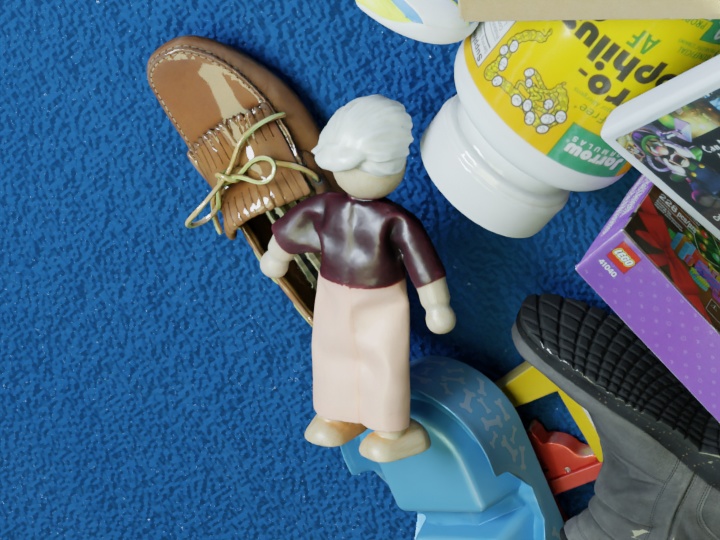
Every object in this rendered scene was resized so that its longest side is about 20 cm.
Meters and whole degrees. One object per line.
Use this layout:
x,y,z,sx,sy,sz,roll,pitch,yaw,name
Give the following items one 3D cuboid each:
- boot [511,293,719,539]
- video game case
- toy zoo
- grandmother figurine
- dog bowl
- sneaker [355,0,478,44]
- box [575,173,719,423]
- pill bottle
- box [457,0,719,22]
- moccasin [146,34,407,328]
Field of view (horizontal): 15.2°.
0.145,0.113,1.519,0.200,0.070,0.132,37,126,2,boot
0.237,-0.043,1.294,0.182,0.023,0.200,39,151,-15,video game case
0.153,0.110,1.564,0.131,0.020,0.200,-24,107,28,toy zoo
0.000,0.000,1.468,0.121,0.061,0.200,11,115,17,grandmother figurine
0.062,0.137,1.575,0.111,0.050,0.200,-3,119,43,dog bowl
0.008,-0.214,1.382,0.200,0.076,0.105,51,134,7,sneaker
0.209,0.031,1.393,0.200,0.137,0.039,46,124,-5,box
0.119,-0.113,1.404,0.113,0.113,0.200,38,122,-4,pill bottle
0.117,-0.219,1.286,0.163,0.021,0.200,2,108,24,box
-0.053,-0.043,1.519,0.074,0.078,0.202,-22,108,30,moccasin
